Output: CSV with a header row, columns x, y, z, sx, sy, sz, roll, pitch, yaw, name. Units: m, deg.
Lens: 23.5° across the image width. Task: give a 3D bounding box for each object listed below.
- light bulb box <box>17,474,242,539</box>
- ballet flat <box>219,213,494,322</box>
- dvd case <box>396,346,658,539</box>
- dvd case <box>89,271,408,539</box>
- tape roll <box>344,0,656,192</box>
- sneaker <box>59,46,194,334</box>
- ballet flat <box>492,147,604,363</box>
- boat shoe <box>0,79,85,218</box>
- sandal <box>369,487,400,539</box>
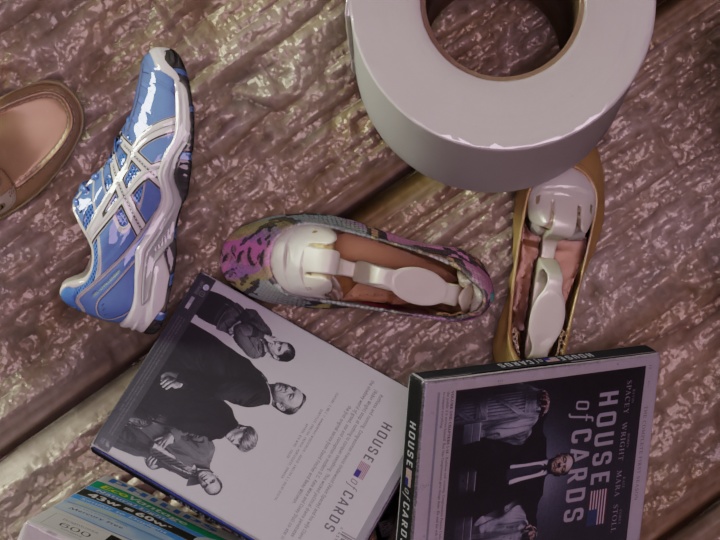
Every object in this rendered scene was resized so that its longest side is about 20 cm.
x,y,z,sx,sy,sz,roll,pitch,yaw,name
-0.129,0.242,1.145,0.197,0.200,0.125,23,94,4,light bulb box
0.000,0.000,1.228,0.199,0.071,0.070,10,92,-5,ballet flat
0.118,0.135,1.208,0.199,0.025,0.151,-5,107,-29,dvd case
-0.065,0.111,1.208,0.199,0.025,0.151,29,70,7,dvd case
0.093,-0.164,1.178,0.201,0.139,0.204,0,81,2,tape roll
-0.160,-0.058,1.209,0.077,0.076,0.201,9,90,-10,sneaker
0.141,-0.011,1.244,0.068,0.063,0.201,8,91,-6,ballet flat
-0.276,-0.059,1.205,0.200,0.065,0.071,-40,95,-2,boat shoe
0.019,0.204,1.246,0.054,0.082,0.201,25,100,24,sandal
